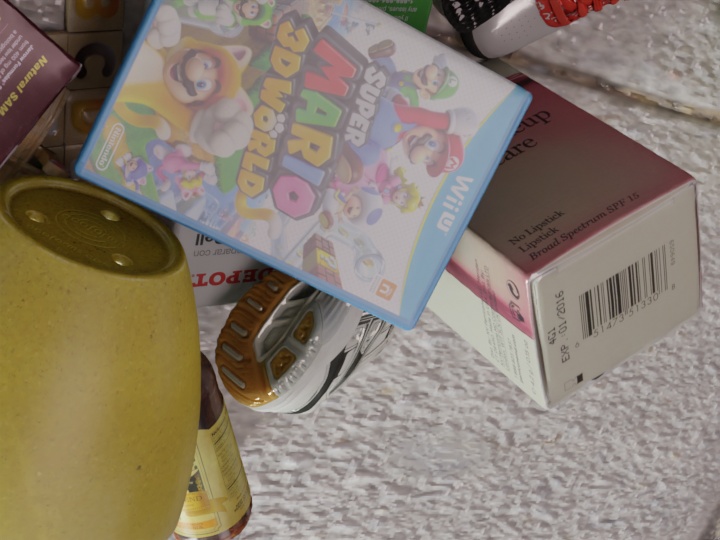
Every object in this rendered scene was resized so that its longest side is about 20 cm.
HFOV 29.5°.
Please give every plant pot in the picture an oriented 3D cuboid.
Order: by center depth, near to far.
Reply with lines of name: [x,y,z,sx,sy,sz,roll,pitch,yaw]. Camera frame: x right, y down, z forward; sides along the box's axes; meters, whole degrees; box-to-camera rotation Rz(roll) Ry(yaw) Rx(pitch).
plant pot: [-0.161,0.037,0.709,0.199,0.200,0.143,8,118,-39]

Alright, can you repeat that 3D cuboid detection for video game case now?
video game case: [-0.027,-0.072,0.706,0.199,0.018,0.144,25,97,-17]

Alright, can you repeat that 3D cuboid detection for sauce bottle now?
sauce bottle: [-0.118,0.093,0.880,0.066,0.066,0.201,-27,129,-18]

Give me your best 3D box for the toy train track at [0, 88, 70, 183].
toy train track: [-0.220,-0.065,0.714,0.199,0.033,0.115,29,99,-42]

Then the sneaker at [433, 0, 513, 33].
sneaker: [0.043,-0.218,0.782,0.070,0.094,0.200,-33,155,6]

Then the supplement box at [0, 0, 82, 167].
supplement box: [-0.240,-0.120,0.627,0.109,0.061,0.200,-52,125,-7]

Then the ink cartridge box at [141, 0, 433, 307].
ink cartridge box: [-0.054,-0.085,0.794,0.146,0.083,0.202,-6,122,-32]

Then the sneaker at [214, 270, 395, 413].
sneaker: [0.000,0.000,0.795,0.200,0.076,0.088,-47,151,3]

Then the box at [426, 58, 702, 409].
box: [0.101,-0.031,0.860,0.127,0.200,0.110,-29,132,-18]

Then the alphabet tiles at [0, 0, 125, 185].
alphabet tiles: [-0.206,-0.093,0.733,0.166,0.008,0.202,-10,123,-31]

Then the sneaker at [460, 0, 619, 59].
sneaker: [0.161,-0.195,0.861,0.201,0.108,0.067,-41,134,-6]
